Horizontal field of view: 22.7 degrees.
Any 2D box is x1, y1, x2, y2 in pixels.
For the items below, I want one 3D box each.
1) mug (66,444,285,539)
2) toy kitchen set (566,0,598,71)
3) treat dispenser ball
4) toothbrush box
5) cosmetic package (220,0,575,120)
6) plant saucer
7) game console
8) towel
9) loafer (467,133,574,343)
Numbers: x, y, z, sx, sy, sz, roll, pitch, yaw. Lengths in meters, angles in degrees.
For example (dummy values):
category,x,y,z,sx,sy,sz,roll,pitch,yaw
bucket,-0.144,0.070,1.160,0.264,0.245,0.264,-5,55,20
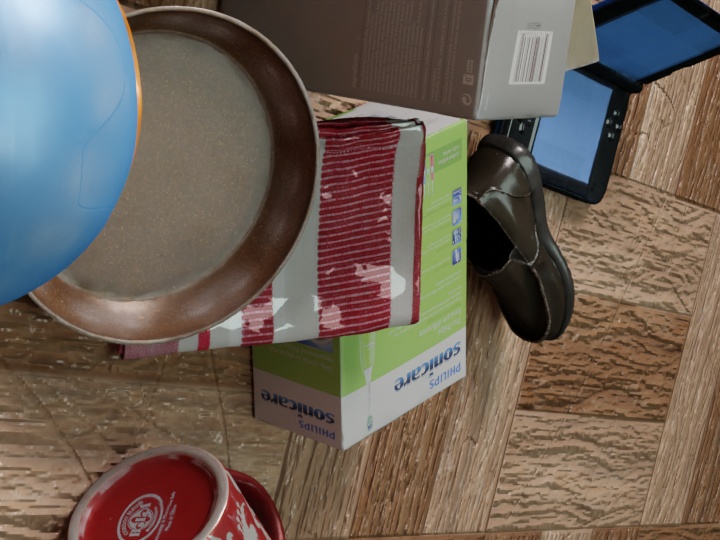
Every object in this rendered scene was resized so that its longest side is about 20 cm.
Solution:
category,x,y,z,sx,sy,sz,roll,pitch,yaw
mug,-0.106,0.205,1.163,0.133,0.178,0.200,-27,129,-3
toy kitchen set,0.111,-0.252,1.321,0.200,0.180,0.163,-18,122,-7
treat dispenser ball,-0.199,-0.078,0.809,0.201,0.201,0.201,-27,124,-49
toothbrush box,0.000,0.000,1.239,0.146,0.086,0.200,-28,123,-46
cosmetic package,0.019,-0.147,1.110,0.107,0.200,0.090,-12,114,-57
plant saucer,-0.119,-0.056,1.032,0.200,0.034,0.201,-11,113,-27
game console,0.216,-0.142,1.477,0.200,0.118,0.171,13,91,-56
towel,-0.054,-0.021,1.114,0.200,0.023,0.144,-5,111,-19
loafer,0.112,-0.014,1.428,0.071,0.073,0.200,-41,130,-27
